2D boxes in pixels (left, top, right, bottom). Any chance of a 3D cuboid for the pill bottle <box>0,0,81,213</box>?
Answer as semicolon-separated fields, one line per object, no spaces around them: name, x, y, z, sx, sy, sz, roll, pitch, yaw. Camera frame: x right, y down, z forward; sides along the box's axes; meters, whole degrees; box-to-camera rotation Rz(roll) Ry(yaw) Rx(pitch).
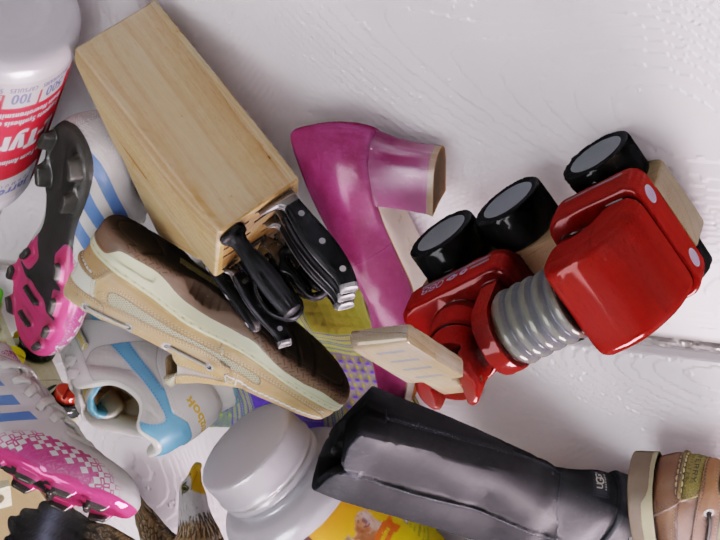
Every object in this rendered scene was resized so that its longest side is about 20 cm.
pill bottle;-0.257;-0.108;1.537;0.112;0.112;0.200;33;137;5

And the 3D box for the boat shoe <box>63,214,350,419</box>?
boat shoe;-0.103;0.046;1.541;0.200;0.072;0.076;35;106;-9

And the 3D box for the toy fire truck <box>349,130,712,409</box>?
toy fire truck;0.089;0.018;1.330;0.176;0.200;0.129;-26;110;30

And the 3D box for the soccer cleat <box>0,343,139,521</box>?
soccer cleat;-0.232;0.099;1.596;0.199;0.087;0.070;22;163;8

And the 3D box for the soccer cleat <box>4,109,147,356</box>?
soccer cleat;-0.179;-0.023;1.572;0.070;0.086;0.201;50;138;31

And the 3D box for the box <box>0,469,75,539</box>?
box;-0.325;0.168;1.888;0.199;0.021;0.164;-18;110;43

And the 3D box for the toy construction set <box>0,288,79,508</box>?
toy construction set;-0.277;0.089;1.690;0.092;0.131;0.201;-56;44;44

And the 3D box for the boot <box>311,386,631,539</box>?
boot;0.060;0.164;1.541;0.199;0.066;0.165;16;129;-17

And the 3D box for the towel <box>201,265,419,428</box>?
towel;-0.050;0.057;1.610;0.199;0.023;0.144;4;129;32

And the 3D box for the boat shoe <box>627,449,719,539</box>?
boat shoe;0.218;0.198;1.514;0.068;0.072;0.201;-1;135;18

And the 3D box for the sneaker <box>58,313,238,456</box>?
sneaker;-0.178;0.057;1.634;0.200;0.081;0.077;29;148;37

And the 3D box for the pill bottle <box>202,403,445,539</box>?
pill bottle;-0.017;0.184;1.614;0.109;0.110;0.200;-18;124;42

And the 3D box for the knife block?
knife block;-0.081;-0.054;1.449;0.175;0.064;0.201;26;145;55

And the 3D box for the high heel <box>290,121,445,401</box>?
high heel;0.000;0.000;1.485;0.095;0.067;0.201;11;127;13

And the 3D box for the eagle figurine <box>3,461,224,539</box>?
eagle figurine;-0.136;0.212;1.710;0.199;0.151;0.152;-3;143;34
